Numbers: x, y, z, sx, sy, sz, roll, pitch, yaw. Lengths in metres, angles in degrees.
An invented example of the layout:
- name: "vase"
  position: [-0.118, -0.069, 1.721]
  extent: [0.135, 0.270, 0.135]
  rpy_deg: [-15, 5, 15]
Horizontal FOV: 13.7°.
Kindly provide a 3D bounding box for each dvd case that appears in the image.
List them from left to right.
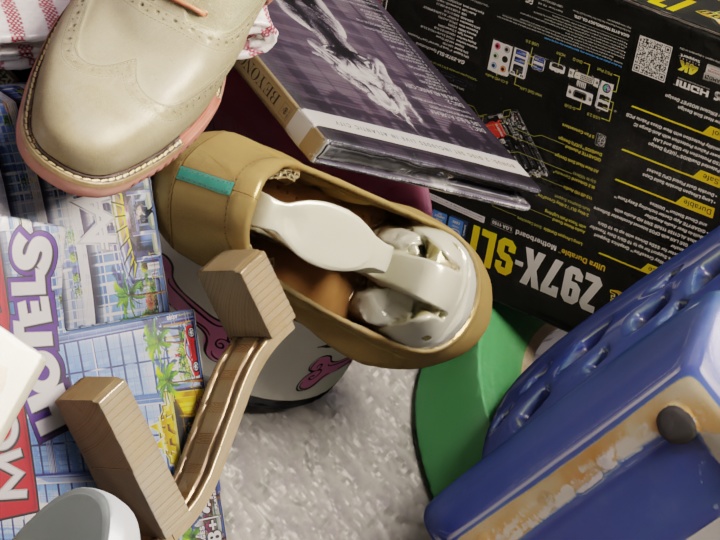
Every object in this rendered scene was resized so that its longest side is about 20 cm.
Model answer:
- name: "dvd case"
  position: [-0.023, -0.103, 1.287]
  extent: [0.149, 0.016, 0.200]
  rpy_deg: [11, 33, -51]

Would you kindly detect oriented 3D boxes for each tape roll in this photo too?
- name: "tape roll"
  position: [0.115, 0.096, 1.397]
  extent: [0.200, 0.048, 0.201]
  rpy_deg: [29, 40, -27]

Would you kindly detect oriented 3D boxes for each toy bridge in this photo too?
- name: "toy bridge"
  position: [-0.086, 0.070, 1.095]
  extent: [0.200, 0.027, 0.067]
  rpy_deg: [-42, 118, -37]

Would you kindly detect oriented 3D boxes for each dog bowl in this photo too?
- name: "dog bowl"
  position: [-0.050, -0.044, 1.308]
  extent: [0.200, 0.074, 0.200]
  rpy_deg: [34, 37, -30]

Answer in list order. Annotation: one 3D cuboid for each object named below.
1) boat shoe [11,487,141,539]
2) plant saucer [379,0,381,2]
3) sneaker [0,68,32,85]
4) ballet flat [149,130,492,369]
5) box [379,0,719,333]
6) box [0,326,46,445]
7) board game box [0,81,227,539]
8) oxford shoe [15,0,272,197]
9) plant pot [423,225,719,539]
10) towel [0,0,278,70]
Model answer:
- name: "boat shoe"
  position: [-0.099, 0.179, 1.015]
  extent: [0.091, 0.071, 0.201]
  rpy_deg: [28, 75, -38]
- name: "plant saucer"
  position: [0.073, -0.099, 1.493]
  extent: [0.201, 0.051, 0.201]
  rpy_deg: [47, 17, -20]
- name: "sneaker"
  position: [-0.174, -0.046, 1.177]
  extent: [0.074, 0.085, 0.200]
  rpy_deg: [39, 36, -13]
- name: "ballet flat"
  position: [0.000, 0.000, 1.210]
  extent: [0.200, 0.063, 0.069]
  rpy_deg: [21, 84, -44]
- name: "box"
  position: [0.094, -0.059, 1.347]
  extent: [0.200, 0.160, 0.049]
  rpy_deg: [23, 27, 28]
- name: "box"
  position: [-0.194, 0.091, 0.964]
  extent: [0.095, 0.078, 0.200]
  rpy_deg: [35, 64, -18]
- name: "board game box"
  position: [-0.152, 0.033, 1.097]
  extent: [0.200, 0.062, 0.200]
  rpy_deg: [-10, 93, -45]
- name: "oxford shoe"
  position: [-0.067, -0.111, 1.131]
  extent: [0.071, 0.074, 0.200]
  rpy_deg: [29, 53, 1]
- name: "plant pot"
  position: [0.159, 0.098, 1.219]
  extent: [0.200, 0.200, 0.180]
  rpy_deg: [52, 32, 1]
- name: "towel"
  position: [-0.146, -0.129, 1.202]
  extent: [0.200, 0.030, 0.146]
  rpy_deg: [-4, 46, -21]
